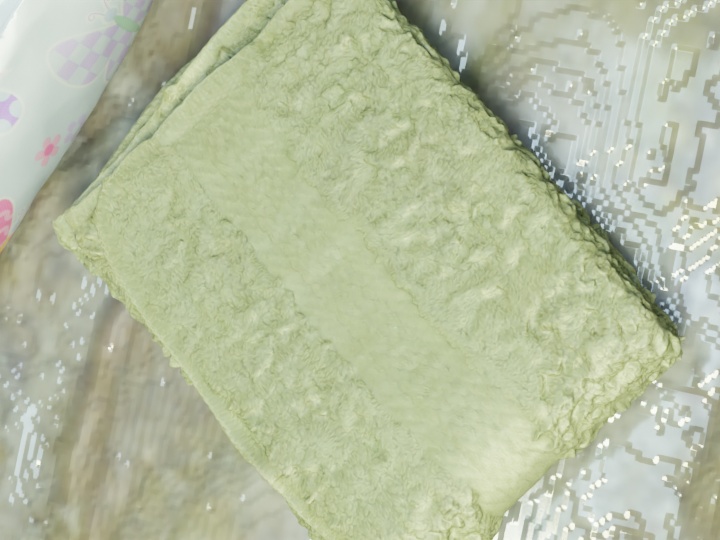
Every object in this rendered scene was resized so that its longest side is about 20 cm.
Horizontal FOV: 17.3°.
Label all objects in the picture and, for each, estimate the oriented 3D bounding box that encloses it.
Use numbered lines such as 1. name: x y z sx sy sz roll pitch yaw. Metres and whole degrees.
1. pencil case: -0.131 -0.078 0.824 0.083 0.091 0.200 37 98 20
2. towel: 0.000 0.000 0.795 0.148 0.036 0.200 -46 71 11
